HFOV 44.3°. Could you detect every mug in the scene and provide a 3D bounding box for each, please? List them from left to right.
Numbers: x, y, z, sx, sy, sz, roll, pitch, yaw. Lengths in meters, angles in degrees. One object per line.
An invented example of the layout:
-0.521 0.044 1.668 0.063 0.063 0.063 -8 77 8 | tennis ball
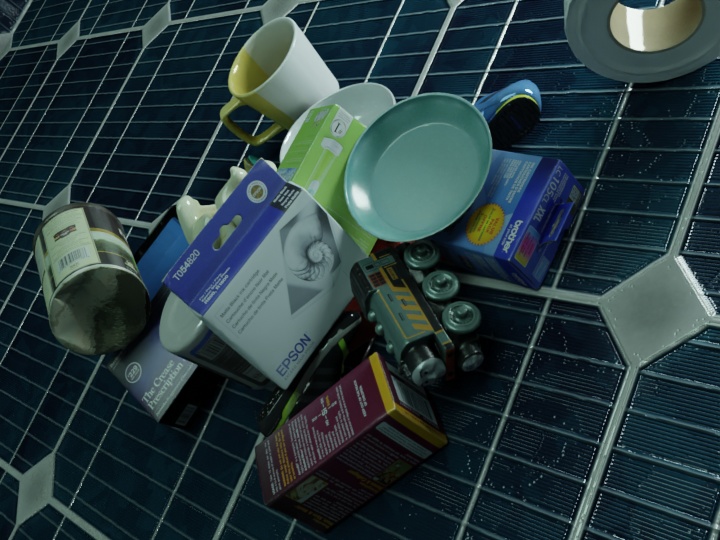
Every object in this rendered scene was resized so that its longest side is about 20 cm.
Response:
-0.125 -0.298 1.446 0.184 0.152 0.153 -10 57 40 | mug

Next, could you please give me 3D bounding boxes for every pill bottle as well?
-0.155 0.088 1.165 0.112 0.199 0.116 -26 49 34 | pill bottle

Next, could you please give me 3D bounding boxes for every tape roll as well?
0.323 -0.304 0.979 0.199 0.202 0.072 -17 52 35 | tape roll

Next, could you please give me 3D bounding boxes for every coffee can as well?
-0.407 0.010 1.328 0.147 0.146 0.201 -47 39 7 | coffee can

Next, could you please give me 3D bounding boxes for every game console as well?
-0.287 0.030 1.403 0.201 0.116 0.176 -52 40 2 | game console

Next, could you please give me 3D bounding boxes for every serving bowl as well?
-0.023 -0.188 1.325 0.196 0.066 0.203 -20 44 20 | serving bowl

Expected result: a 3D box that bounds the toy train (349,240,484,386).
0.066 0.049 1.042 0.112 0.086 0.202 -20 49 -11 | toy train

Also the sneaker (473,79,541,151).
0.153 -0.182 1.174 0.198 0.066 0.079 -32 28 25 | sneaker

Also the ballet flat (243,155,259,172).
-0.142 -0.133 1.421 0.071 0.070 0.199 -56 40 -4 | ballet flat

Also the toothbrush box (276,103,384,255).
-0.042 -0.091 1.162 0.086 0.144 0.203 7 68 62 | toothbrush box

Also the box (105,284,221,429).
-0.266 0.110 1.323 0.140 0.079 0.202 36 91 30 | box

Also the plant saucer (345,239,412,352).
0.000 0.000 1.209 0.198 0.037 0.203 -34 45 22 | plant saucer

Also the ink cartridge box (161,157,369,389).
-0.104 0.004 1.069 0.201 0.200 0.040 -53 23 -13 | ink cartridge box

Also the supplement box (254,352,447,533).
-0.014 0.202 1.023 0.199 0.110 0.087 -39 42 17 | supplement box

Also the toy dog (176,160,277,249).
-0.149 -0.062 1.281 0.197 0.138 0.199 -17 79 39 | toy dog

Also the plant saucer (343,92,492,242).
0.073 -0.121 1.082 0.196 0.036 0.204 -13 61 24 | plant saucer

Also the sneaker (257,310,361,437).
-0.051 0.146 1.132 0.201 0.082 0.072 -53 12 -4 | sneaker

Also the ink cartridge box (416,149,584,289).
0.174 -0.066 1.057 0.198 0.076 0.138 18 76 47 | ink cartridge box
